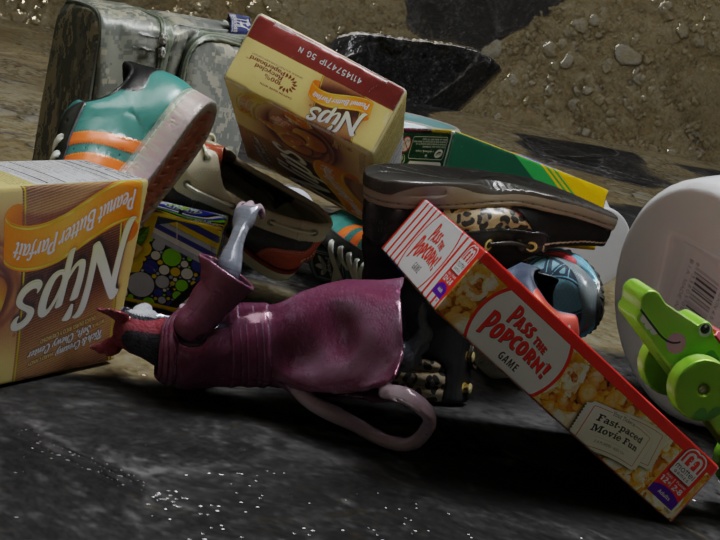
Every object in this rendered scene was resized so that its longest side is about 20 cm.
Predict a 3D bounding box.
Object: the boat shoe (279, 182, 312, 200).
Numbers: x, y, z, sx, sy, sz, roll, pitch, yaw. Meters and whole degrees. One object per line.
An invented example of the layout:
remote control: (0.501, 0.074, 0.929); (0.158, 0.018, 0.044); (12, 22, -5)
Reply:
boat shoe: (-0.113, -0.059, 1.216); (0.199, 0.069, 0.057); (-3, 57, -53)

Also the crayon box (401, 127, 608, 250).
crayon box: (0.081, -0.070, 1.260); (0.171, 0.059, 0.199); (18, -5, -32)

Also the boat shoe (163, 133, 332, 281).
boat shoe: (-0.114, -0.070, 1.124); (0.199, 0.063, 0.072); (35, 38, -12)

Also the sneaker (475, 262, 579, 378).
sneaker: (0.104, 0.013, 1.152); (0.083, 0.076, 0.201); (-12, 37, -17)

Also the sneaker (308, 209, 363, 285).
sneaker: (0.000, 0.000, 1.212); (0.079, 0.072, 0.200); (-6, 19, -13)

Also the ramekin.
ramekin: (0.278, 0.022, 1.087); (0.097, 0.203, 0.200); (-2, 18, -31)

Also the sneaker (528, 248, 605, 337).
sneaker: (0.110, 0.020, 1.237); (0.198, 0.080, 0.095); (12, 16, 42)

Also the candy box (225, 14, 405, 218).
candy box: (-0.030, -0.105, 1.076); (0.114, 0.056, 0.200); (29, -9, 6)

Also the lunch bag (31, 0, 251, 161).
lunch bag: (-0.179, -0.129, 1.267); (0.166, 0.203, 0.139); (5, 9, -31)

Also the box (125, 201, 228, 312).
box: (-0.200, -0.025, 1.073); (0.197, 0.071, 0.064); (13, 9, -4)

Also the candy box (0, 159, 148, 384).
candy box: (-0.206, 0.001, 0.827); (0.055, 0.117, 0.199); (19, 13, 24)

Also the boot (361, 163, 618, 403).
boot: (0.078, 0.010, 1.013); (0.198, 0.153, 0.073); (4, 13, -33)

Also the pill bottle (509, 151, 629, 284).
pill bottle: (0.190, -0.049, 1.521); (0.111, 0.114, 0.200); (7, 14, -28)

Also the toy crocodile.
toy crocodile: (0.224, 0.083, 0.884); (0.201, 0.062, 0.068); (51, 1, -9)

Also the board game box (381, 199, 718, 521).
board game box: (0.111, 0.051, 0.900); (0.200, 0.046, 0.152); (42, 3, -18)

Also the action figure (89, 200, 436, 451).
action figure: (-0.063, 0.051, 0.887); (0.197, 0.135, 0.150); (-2, 57, -10)

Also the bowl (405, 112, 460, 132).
bowl: (0.054, -0.133, 1.791); (0.198, 0.106, 0.201); (12, 12, -3)

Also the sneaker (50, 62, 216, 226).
sneaker: (-0.184, -0.061, 1.000); (0.079, 0.072, 0.201); (31, 59, 10)
